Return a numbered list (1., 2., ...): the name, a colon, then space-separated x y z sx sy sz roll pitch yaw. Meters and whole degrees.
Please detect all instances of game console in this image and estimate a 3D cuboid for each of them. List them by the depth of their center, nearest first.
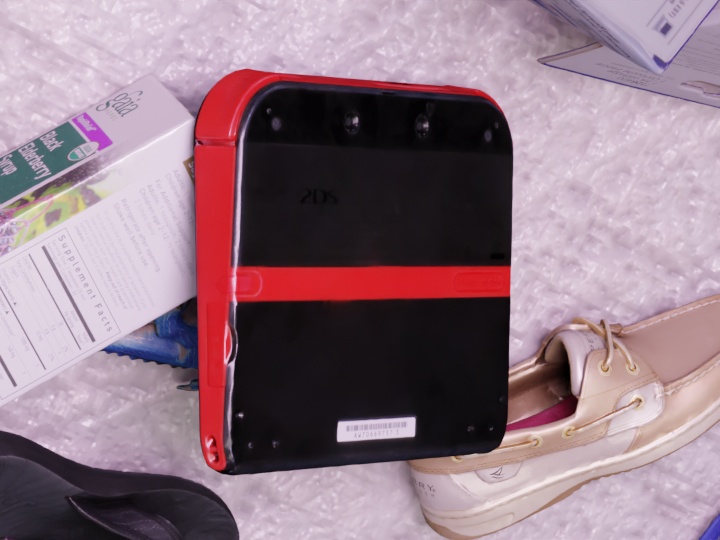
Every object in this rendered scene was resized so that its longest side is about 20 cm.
1. game console: 0.000 0.000 1.164 0.200 0.031 0.178 0 93 -47

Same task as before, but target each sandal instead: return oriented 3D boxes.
1. sandal: -0.129 0.127 1.182 0.075 0.048 0.200 -41 145 21

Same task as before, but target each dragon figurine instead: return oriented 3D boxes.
1. dragon figurine: -0.059 0.037 1.202 0.199 0.059 0.100 -24 116 -13

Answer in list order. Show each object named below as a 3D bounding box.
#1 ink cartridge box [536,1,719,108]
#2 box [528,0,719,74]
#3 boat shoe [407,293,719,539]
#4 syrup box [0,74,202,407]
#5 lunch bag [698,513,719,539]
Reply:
1. ink cartridge box: 0.218 -0.107 1.154 0.197 0.200 0.047 10 84 -36
2. box: 0.110 -0.208 1.095 0.105 0.200 0.184 36 94 -30
3. boat shoe: 0.113 0.061 1.270 0.200 0.074 0.069 -30 123 -8
4. syrup box: -0.153 -0.001 1.141 0.200 0.079 0.082 -31 117 -8
5. lunch bag: 0.271 0.174 1.349 0.170 0.124 0.200 28 106 -27
